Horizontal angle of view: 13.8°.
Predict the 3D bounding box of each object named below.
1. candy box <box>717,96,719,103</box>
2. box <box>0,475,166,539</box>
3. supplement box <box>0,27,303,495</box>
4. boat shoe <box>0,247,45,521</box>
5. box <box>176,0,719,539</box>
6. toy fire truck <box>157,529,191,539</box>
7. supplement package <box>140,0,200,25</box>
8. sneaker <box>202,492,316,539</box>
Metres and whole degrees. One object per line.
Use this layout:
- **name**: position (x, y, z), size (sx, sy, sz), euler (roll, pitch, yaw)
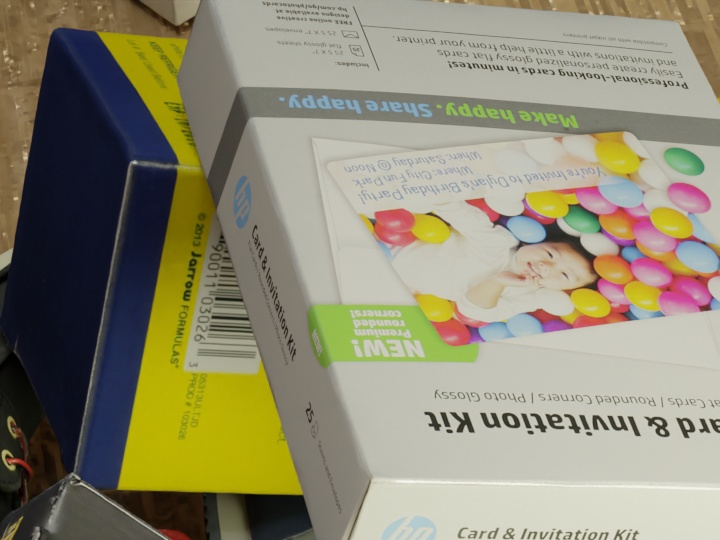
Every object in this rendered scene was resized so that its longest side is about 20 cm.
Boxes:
- **candy box**: position (0.181, 0.002, 1.037), size (0.102, 0.027, 0.200), euler (-38, 50, -26)
- **box**: position (-0.035, 0.183, 0.683), size (0.200, 0.050, 0.199), euler (36, 51, -16)
- **supplement box**: position (0.000, 0.000, 0.939), size (0.199, 0.110, 0.109), euler (3, 24, -21)
- **boat shoe**: position (-0.136, 0.073, 0.964), size (0.063, 0.074, 0.202), euler (18, 51, 21)
- **box**: position (0.044, 0.001, 0.818), size (0.155, 0.041, 0.201), euler (3, 42, -20)
- **toy fire truck**: position (-0.093, 0.148, 0.804), size (0.167, 0.113, 0.200), euler (-2, 37, 42)
- **supplement package**: position (-0.100, -0.208, 1.242), size (0.113, 0.110, 0.200), euler (-31, 47, -25)
- **sneaker**: position (0.006, 0.128, 0.885), size (0.081, 0.070, 0.201), euler (-13, 44, -4)
